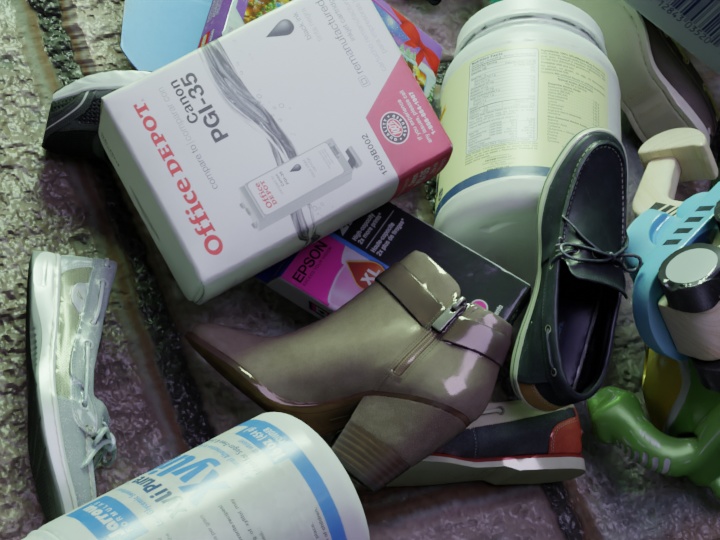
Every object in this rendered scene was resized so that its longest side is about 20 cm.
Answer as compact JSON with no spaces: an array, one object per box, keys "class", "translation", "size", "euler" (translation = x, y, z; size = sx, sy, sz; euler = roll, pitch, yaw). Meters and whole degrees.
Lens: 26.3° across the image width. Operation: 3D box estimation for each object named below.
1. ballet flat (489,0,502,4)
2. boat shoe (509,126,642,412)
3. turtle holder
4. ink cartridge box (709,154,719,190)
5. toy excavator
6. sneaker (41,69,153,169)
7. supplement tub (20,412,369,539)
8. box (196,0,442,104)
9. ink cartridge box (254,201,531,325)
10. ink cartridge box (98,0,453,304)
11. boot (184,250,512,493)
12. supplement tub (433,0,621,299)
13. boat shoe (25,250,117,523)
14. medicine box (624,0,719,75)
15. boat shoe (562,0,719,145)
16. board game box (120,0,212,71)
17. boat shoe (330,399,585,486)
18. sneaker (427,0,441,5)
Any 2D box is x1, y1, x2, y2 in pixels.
[{"class":"ballet flat","translation":[0.179,-0.243,1.350],"size":[0.198,0.071,0.068],"euler":[-11,61,-23]},{"class":"boat shoe","translation":[0.155,-0.001,1.059],"size":[0.074,0.062,0.202],"euler":[19,80,-28]},{"class":"turtle holder","translation":[0.267,0.093,1.160],"size":[0.185,0.141,0.132],"euler":[-37,59,2]},{"class":"ink cartridge box","translation":[0.381,-0.132,1.283],"size":[0.084,0.200,0.147],"euler":[28,55,-4]},{"class":"toy excavator","translation":[0.240,-0.027,1.134],"size":[0.194,0.199,0.100],"euler":[-43,124,-20]},{"class":"sneaker","translation":[-0.134,-0.088,1.113],"size":[0.197,0.081,0.087],"euler":[1,64,1]},{"class":"supplement tub","translation":[-0.105,0.183,0.948],"size":[0.199,0.132,0.133],"euler":[-25,72,-32]},{"class":"box","translation":[-0.027,-0.171,1.202],"size":[0.199,0.039,0.138],"euler":[34,51,-28]},{"class":"ink cartridge box","translation":[0.013,0.003,1.093],"size":[0.199,0.037,0.095],"euler":[30,69,15]},{"class":"ink cartridge box","translation":[-0.060,-0.088,1.052],"size":[0.199,0.083,0.147],"euler":[-29,86,-14]},{"class":"boot","translation":[-0.002,0.047,1.030],"size":[0.199,0.070,0.147],"euler":[35,80,21]},{"class":"supplement tub","translation":[0.131,-0.096,1.197],"size":[0.143,0.145,0.202],"euler":[13,57,-13]},{"class":"boat shoe","translation":[-0.186,0.076,1.017],"size":[0.064,0.075,0.204],"euler":[0,54,-16]},{"class":"medicine box","translation":[0.292,-0.284,1.300],"size":[0.181,0.103,0.201],"euler":[33,41,-17]},{"class":"boat shoe","translation":[0.239,-0.182,1.313],"size":[0.201,0.072,0.060],"euler":[53,46,-12]},{"class":"board game box","translation":[-0.115,-0.197,1.222],"size":[0.156,0.039,0.202],"euler":[11,61,-21]},{"class":"boat shoe","translation":[0.069,0.116,1.089],"size":[0.198,0.071,0.063],"euler":[2,71,-22]},{"class":"sneaker","translation":[0.034,-0.289,1.309],"size":[0.197,0.081,0.116],"euler":[-5,55,-25]}]
